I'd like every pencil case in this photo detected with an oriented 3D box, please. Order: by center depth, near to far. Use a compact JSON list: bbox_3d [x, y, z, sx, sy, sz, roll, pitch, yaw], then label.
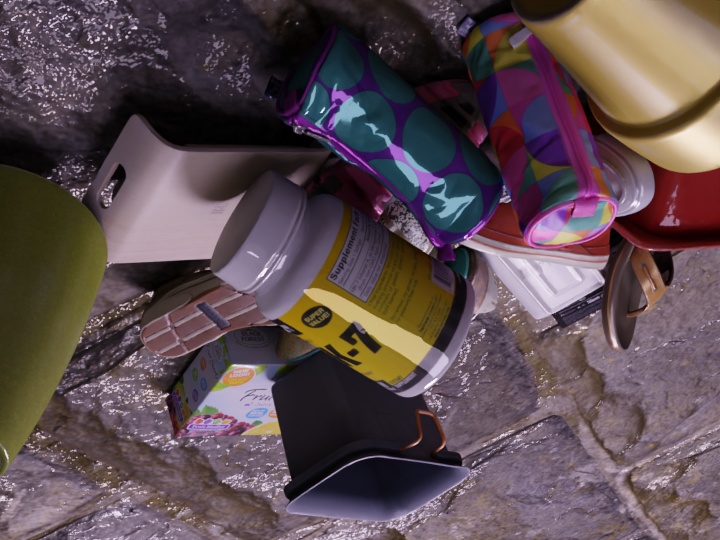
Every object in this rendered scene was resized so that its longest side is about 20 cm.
[{"bbox_3d":[0.023,-0.101,1.093,0.199,0.093,0.085,37,159,-24],"label":"pencil case"},{"bbox_3d":[0.142,-0.119,1.108,0.087,0.202,0.089,-14,158,-6],"label":"pencil case"}]

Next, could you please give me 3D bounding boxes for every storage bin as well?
[{"bbox_3d":[0.006,0.161,1.406,0.145,0.136,0.199,-36,150,27],"label":"storage bin"}]

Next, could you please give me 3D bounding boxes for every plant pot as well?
[{"bbox_3d":[0.220,-0.201,1.039,0.188,0.202,0.201,24,129,-32],"label":"plant pot"},{"bbox_3d":[-0.296,0.054,1.048,0.184,0.202,0.188,0,140,0],"label":"plant pot"}]

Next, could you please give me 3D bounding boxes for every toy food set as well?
[{"bbox_3d":[-0.128,-0.075,1.150,0.198,0.061,0.144,-5,146,-41],"label":"toy food set"}]

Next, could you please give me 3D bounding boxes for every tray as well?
[{"bbox_3d":[0.180,-0.018,1.356,0.107,0.022,0.200,-30,137,15],"label":"tray"}]

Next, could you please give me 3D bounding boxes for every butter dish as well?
[{"bbox_3d":[0.293,-0.118,1.243,0.197,0.200,0.149,-2,121,-24],"label":"butter dish"}]

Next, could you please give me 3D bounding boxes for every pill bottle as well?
[{"bbox_3d":[-0.015,0.010,1.123,0.199,0.115,0.114,31,128,-18],"label":"pill bottle"}]

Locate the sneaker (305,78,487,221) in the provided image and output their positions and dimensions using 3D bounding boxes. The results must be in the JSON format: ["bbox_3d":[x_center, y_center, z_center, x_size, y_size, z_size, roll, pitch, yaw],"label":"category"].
[{"bbox_3d":[0.029,-0.097,1.205,0.199,0.079,0.095,-36,-179,6],"label":"sneaker"}]

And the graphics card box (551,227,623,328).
[{"bbox_3d":[0.233,-0.019,1.452,0.125,0.051,0.200,-29,147,12],"label":"graphics card box"}]

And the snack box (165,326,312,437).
[{"bbox_3d":[-0.089,0.119,1.467,0.198,0.053,0.143,2,141,-36],"label":"snack box"}]

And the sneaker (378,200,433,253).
[{"bbox_3d":[0.000,0.000,1.271,0.200,0.089,0.077,-41,101,18],"label":"sneaker"}]

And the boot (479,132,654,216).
[{"bbox_3d":[0.153,-0.077,1.180,0.095,0.199,0.074,-21,111,-28],"label":"boot"}]

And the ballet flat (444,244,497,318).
[{"bbox_3d":[0.099,0.024,1.387,0.066,0.069,0.200,13,162,-15],"label":"ballet flat"}]

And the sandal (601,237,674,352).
[{"bbox_3d":[0.293,-0.010,1.392,0.080,0.054,0.202,5,105,-58],"label":"sandal"}]

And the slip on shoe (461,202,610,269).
[{"bbox_3d":[0.144,-0.044,1.254,0.198,0.074,0.062,7,102,-24],"label":"slip on shoe"}]

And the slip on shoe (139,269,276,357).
[{"bbox_3d":[-0.113,0.019,1.253,0.198,0.061,0.076,-24,128,24],"label":"slip on shoe"}]

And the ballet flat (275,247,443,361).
[{"bbox_3d":[-0.013,0.018,1.356,0.199,0.071,0.071,-29,148,14],"label":"ballet flat"}]
